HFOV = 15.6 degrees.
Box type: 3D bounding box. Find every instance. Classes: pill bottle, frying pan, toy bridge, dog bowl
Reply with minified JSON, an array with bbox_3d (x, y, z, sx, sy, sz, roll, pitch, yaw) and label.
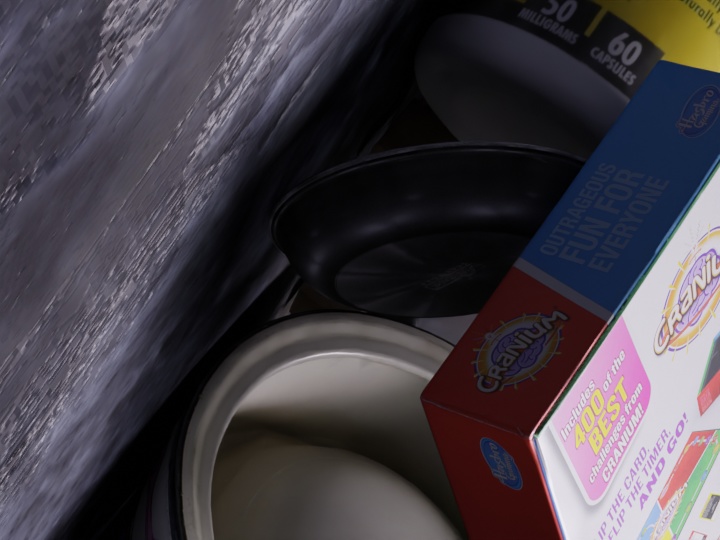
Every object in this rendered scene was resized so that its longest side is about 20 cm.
[{"bbox_3d":[0.116,-0.120,0.924,0.200,0.111,0.111,-55,174,-15],"label":"pill bottle"},{"bbox_3d":[0.045,0.000,0.879,0.190,0.115,0.031,34,47,-57],"label":"frying pan"},{"bbox_3d":[0.000,0.000,1.031,0.067,0.027,0.200,-53,173,-40],"label":"toy bridge"},{"bbox_3d":[0.002,0.118,0.939,0.074,0.200,0.200,-41,-175,42],"label":"dog bowl"}]

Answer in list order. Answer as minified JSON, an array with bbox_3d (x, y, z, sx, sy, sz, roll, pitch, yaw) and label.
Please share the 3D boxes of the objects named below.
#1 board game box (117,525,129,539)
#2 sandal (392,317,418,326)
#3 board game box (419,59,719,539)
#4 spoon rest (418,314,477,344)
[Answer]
[{"bbox_3d":[-0.107,0.161,0.991,0.200,0.037,0.151,-52,173,-45],"label":"board game box"},{"bbox_3d":[-0.005,0.050,1.151,0.075,0.045,0.200,106,0,-57],"label":"sandal"},{"bbox_3d":[0.095,0.056,0.854,0.153,0.040,0.200,-53,143,-30],"label":"board game box"},{"bbox_3d":[0.055,0.041,1.331,0.099,0.061,0.200,-57,-168,-32],"label":"spoon rest"}]
